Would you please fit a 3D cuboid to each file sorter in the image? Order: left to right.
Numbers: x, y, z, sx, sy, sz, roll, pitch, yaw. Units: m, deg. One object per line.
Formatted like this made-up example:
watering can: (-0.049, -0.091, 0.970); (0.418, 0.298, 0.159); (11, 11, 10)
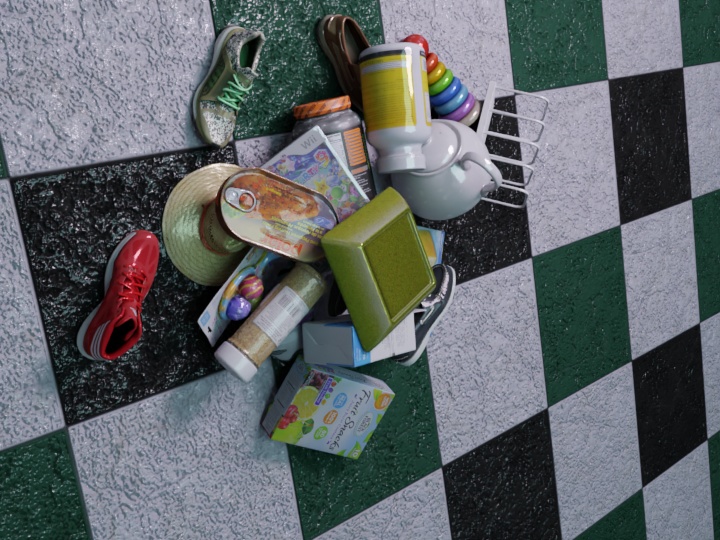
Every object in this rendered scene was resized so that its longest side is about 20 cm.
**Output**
file sorter: (0.285, -0.240, 1.555); (0.139, 0.123, 0.202); (57, 47, -78)

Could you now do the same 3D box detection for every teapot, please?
teapot: (0.137, -0.196, 1.414); (0.146, 0.198, 0.199); (53, 23, -56)

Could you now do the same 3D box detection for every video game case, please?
video game case: (-0.069, -0.107, 1.263); (0.143, 0.018, 0.201); (-37, 106, -3)

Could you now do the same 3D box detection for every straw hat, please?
straw hat: (-0.200, -0.073, 1.230); (0.200, 0.085, 0.203); (-4, 96, -40)

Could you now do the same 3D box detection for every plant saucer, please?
plant saucer: (0.046, -0.006, 1.248); (0.200, 0.048, 0.201); (-39, 116, -43)

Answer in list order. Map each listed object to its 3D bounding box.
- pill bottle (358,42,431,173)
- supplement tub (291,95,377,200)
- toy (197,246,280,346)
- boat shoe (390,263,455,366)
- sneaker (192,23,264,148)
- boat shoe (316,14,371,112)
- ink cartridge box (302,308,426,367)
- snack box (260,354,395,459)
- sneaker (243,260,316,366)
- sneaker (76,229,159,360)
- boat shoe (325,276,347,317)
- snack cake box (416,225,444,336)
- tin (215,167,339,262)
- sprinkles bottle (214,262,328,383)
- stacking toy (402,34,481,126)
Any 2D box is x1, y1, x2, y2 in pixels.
pill bottle: (0.060, -0.265, 1.314); (0.111, 0.112, 0.202); (-7, 94, -39)
supplement tub: (-0.045, -0.183, 1.327); (0.122, 0.122, 0.202); (-22, 106, -36)
toy: (-0.171, 0.028, 1.247); (0.201, 0.047, 0.115); (-59, 165, -21)
boat shoe: (0.106, 0.070, 1.414); (0.060, 0.075, 0.201); (37, 71, -40)
sneaker: (-0.196, -0.286, 1.216); (0.077, 0.088, 0.202); (17, 83, -39)
boat shoe: (-0.001, -0.354, 1.382); (0.076, 0.072, 0.200); (-52, 122, -24)
ink cartridge box: (0.013, 0.108, 1.324); (0.199, 0.115, 0.069); (-9, 97, -48)
snack box: (-0.053, 0.238, 1.367); (0.199, 0.053, 0.143); (24, 102, -39)
sneaker: (-0.094, 0.070, 1.341); (0.200, 0.078, 0.140); (-50, 123, -14)
sneaker: (-0.319, 0.038, 1.121); (0.078, 0.115, 0.202); (27, 76, -37)
boat shoe: (0.000, 0.000, 1.387); (0.067, 0.057, 0.201); (75, 34, -49)
snack cake box: (0.084, 0.017, 1.482); (0.114, 0.067, 0.202); (8, 88, -40)
tin: (-0.125, -0.081, 1.201); (0.199, 0.042, 0.113); (21, 73, -27)
sprinkles bottle: (-0.136, 0.078, 1.230); (0.200, 0.068, 0.068); (-49, 121, -16)
stacking toy: (0.145, -0.359, 1.501); (0.200, 0.085, 0.086); (48, 65, -27)
